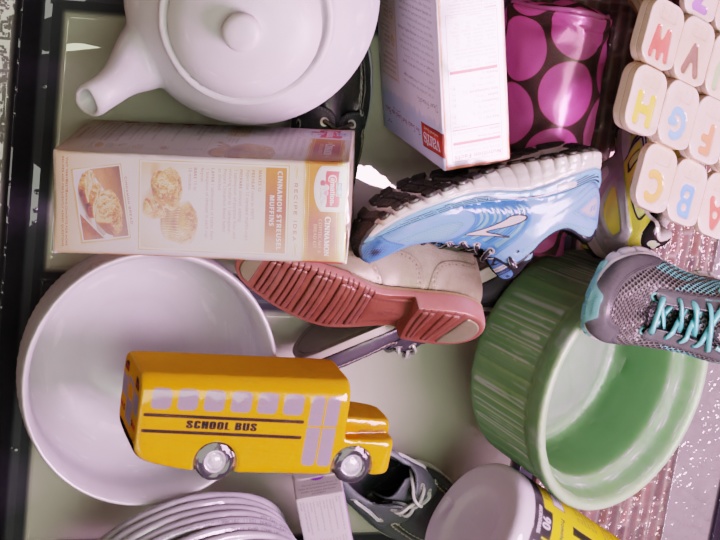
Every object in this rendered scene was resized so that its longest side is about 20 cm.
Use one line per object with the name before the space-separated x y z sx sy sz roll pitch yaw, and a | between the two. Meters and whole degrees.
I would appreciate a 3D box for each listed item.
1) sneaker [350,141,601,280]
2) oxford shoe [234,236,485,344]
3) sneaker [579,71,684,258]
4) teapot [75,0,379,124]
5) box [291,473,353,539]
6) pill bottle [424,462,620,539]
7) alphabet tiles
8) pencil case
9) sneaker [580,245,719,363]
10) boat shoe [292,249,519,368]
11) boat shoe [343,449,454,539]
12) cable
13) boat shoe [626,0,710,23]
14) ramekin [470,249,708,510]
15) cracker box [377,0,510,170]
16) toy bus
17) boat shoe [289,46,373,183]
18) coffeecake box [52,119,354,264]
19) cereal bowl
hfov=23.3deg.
sneaker | 0.090 -0.031 1.279 0.198 0.078 0.091 -13 103 -11
oxford shoe | 0.000 0.000 1.316 0.198 0.071 0.075 15 58 -21
sneaker | 0.243 -0.095 1.381 0.075 0.076 0.202 38 68 -41
teapot | -0.073 -0.185 1.208 0.195 0.146 0.202 18 110 -8
box | -0.022 0.239 1.421 0.041 0.039 0.202 -11 129 -1
pill bottle | 0.156 0.251 1.430 0.199 0.114 0.115 35 95 -30
alphabet tiles | 0.267 -0.131 1.328 0.199 0.015 0.198 18 87 -42
pencil case | 0.132 -0.113 1.362 0.090 0.093 0.202 1 107 -46
sneaker | 0.248 0.032 1.313 0.199 0.091 0.078 4 105 -43
boat shoe | 0.042 0.045 1.392 0.198 0.073 0.063 -25 114 -15
boat shoe | 0.023 0.183 1.438 0.199 0.062 0.073 38 94 -26
cable | -0.136 0.255 1.368 0.198 0.070 0.201 -7 137 -27
boat shoe | 0.253 -0.218 1.349 0.200 0.072 0.072 50 47 -13
ramekin | 0.181 0.081 1.407 0.199 0.097 0.202 -19 120 -36
cracker box | 0.057 -0.189 1.281 0.057 0.134 0.202 -10 112 -16
toy bus | -0.075 0.107 1.286 0.198 0.065 0.079 3 106 -20
boat shoe | -0.025 -0.093 1.328 0.068 0.057 0.202 5 107 -20
coffeecake box | -0.104 -0.058 1.226 0.197 0.154 0.074 2 102 1
cereal bowl | -0.165 0.069 1.322 0.198 0.083 0.202 -6 111 -17
